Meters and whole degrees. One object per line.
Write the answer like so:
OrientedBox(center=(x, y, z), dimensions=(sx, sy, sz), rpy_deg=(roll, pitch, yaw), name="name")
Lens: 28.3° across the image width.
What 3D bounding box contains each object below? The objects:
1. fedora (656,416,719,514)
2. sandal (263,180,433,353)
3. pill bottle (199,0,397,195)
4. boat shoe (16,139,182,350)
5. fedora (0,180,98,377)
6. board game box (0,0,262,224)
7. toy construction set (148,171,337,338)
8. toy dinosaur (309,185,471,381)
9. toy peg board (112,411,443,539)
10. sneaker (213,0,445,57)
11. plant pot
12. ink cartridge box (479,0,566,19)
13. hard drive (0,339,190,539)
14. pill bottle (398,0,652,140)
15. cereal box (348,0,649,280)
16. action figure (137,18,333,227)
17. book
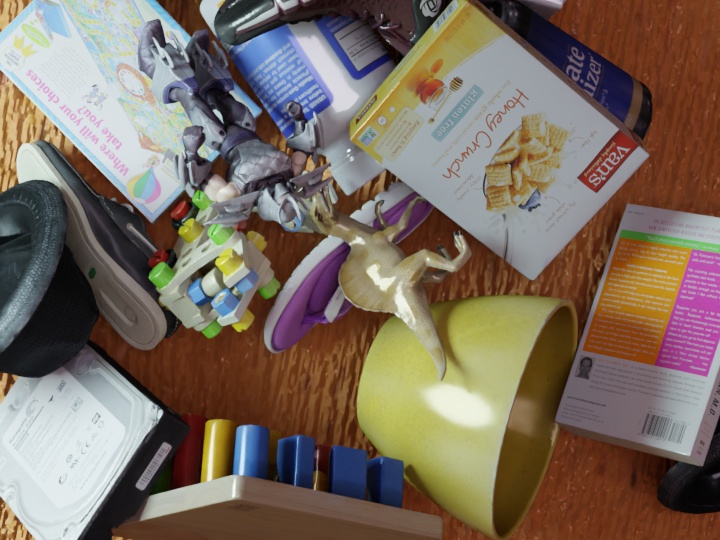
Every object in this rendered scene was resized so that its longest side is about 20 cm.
OrientedBox(center=(0.334, 0.129, 1.224), dimensions=(0.198, 0.201, 0.092), rpy_deg=(-17, 59, -6), name="fedora")
OrientedBox(center=(-0.002, -0.003, 1.199), dimensions=(0.203, 0.083, 0.050), rpy_deg=(-47, 63, -5), name="sandal")
OrientedBox(center=(-0.035, -0.167, 1.184), dimensions=(0.112, 0.112, 0.201), rpy_deg=(-35, 94, -5), name="pill bottle")
OrientedBox(center=(-0.215, -0.028, 1.198), dimensions=(0.201, 0.072, 0.067), rpy_deg=(51, 48, 3), name="boat shoe")
OrientedBox(center=(-0.270, 0.025, 1.134), dimensions=(0.091, 0.200, 0.202), rpy_deg=(35, 86, -34), name="fedora")
OrientedBox(center=(-0.199, -0.158, 1.205), dimensions=(0.134, 0.034, 0.200), rpy_deg=(-45, 95, -5), name="board game box")
OrientedBox(center=(-0.101, -0.024, 1.158), dimensions=(0.130, 0.200, 0.093), rpy_deg=(-26, 106, 34), name="toy construction set")
OrientedBox(center=(0.036, 0.005, 1.137), dimensions=(0.100, 0.058, 0.201), rpy_deg=(-29, 64, -19), name="toy dinosaur")
OrientedBox(center=(-0.071, 0.160, 1.121), dimensions=(0.198, 0.198, 0.099), rpy_deg=(18, 64, -36), name="toy peg board")
OrientedBox(center=(-0.006, -0.199, 1.104), dimensions=(0.199, 0.076, 0.116), rpy_deg=(-30, 121, 1), name="sneaker")
OrientedBox(center=(0.080, 0.103, 1.175), dimensions=(0.141, 0.200, 0.202), rpy_deg=(16, 88, 20), name="plant pot")
OrientedBox(center=(0.087, -0.308, 1.211), dimensions=(0.197, 0.084, 0.147), rpy_deg=(13, 89, -5), name="ink cartridge box")
OrientedBox(center=(-0.228, 0.136, 1.128), dimensions=(0.038, 0.199, 0.140), rpy_deg=(37, 86, -39), name="hard drive")
OrientedBox(center=(0.135, -0.154, 1.188), dimensions=(0.199, 0.112, 0.113), rpy_deg=(29, 87, -17), name="pill bottle")
OrientedBox(center=(0.110, -0.103, 1.127), dimensions=(0.199, 0.040, 0.144), rpy_deg=(35, 110, -18), name="cereal box")
OrientedBox(center=(-0.101, -0.108, 1.109), dimensions=(0.129, 0.070, 0.201), rpy_deg=(-13, 55, -39), name="action figure")
OrientedBox(center=(0.254, 0.050, 1.190), dimensions=(0.048, 0.133, 0.202), rpy_deg=(35, 73, -43), name="book")
